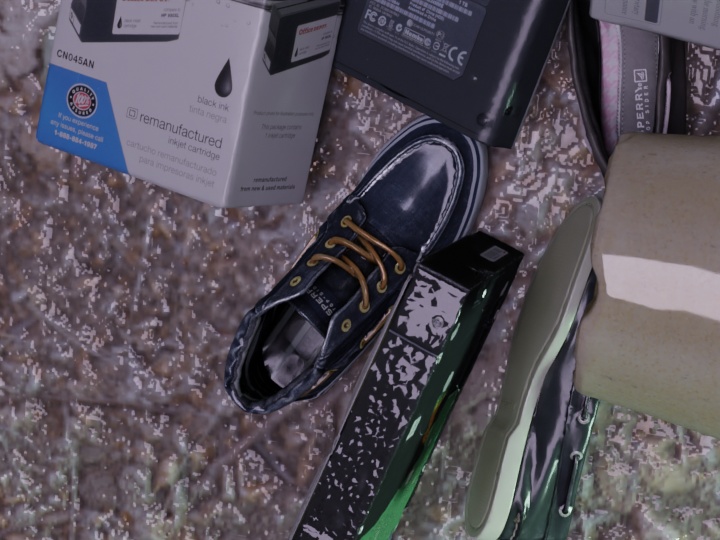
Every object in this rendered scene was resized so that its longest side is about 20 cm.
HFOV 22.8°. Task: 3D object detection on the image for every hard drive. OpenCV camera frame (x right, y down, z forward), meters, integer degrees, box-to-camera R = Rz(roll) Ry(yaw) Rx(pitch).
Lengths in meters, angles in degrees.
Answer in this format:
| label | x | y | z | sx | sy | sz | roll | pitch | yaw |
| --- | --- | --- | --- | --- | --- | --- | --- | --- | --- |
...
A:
| label | x | y | z | sx | sy | sz | roll | pitch | yaw |
| --- | --- | --- | --- | --- | --- | --- | --- | --- | --- |
| hard drive | 0.022 | 0.080 | 0.988 | 0.038 | 0.140 | 0.202 | 26 | 106 | 12 |
| hard drive | 0.060 | -0.186 | 0.967 | 0.139 | 0.033 | 0.202 | 31 | 108 | 34 |

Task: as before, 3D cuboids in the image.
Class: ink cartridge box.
| label | x | y | z | sx | sy | sz | roll | pitch | yaw |
| --- | --- | --- | --- | --- | --- | --- | --- | --- | --- |
| ink cartridge box | -0.089 | -0.152 | 1.001 | 0.144 | 0.084 | 0.202 | 19 | 104 | 29 |

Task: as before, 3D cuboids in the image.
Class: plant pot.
| label | x | y | z | sx | sy | sz | roll | pitch | yaw |
| --- | --- | --- | --- | --- | --- | --- | --- | --- | --- |
| plant pot | 0.205 | 0.010 | 0.879 | 0.182 | 0.200 | 0.203 | 11 | 102 | 10 |

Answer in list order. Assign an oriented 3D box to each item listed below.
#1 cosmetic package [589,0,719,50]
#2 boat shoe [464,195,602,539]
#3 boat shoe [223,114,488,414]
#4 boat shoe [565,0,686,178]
| label | x | y | z | sx | sy | sz | roll | pitch | yaw |
| --- | --- | --- | --- | --- | --- | --- | --- | --- | --- |
| cosmetic package | 0.233 | -0.205 | 0.841 | 0.198 | 0.123 | 0.201 | 17 | 67 | 12 |
| boat shoe | 0.119 | 0.062 | 0.995 | 0.066 | 0.074 | 0.201 | 17 | 89 | -13 |
| boat shoe | 0.000 | 0.000 | 1.008 | 0.071 | 0.091 | 0.201 | 37 | 107 | 8 |
| boat shoe | 0.143 | -0.141 | 0.959 | 0.066 | 0.057 | 0.202 | -5 | 97 | 18 |
